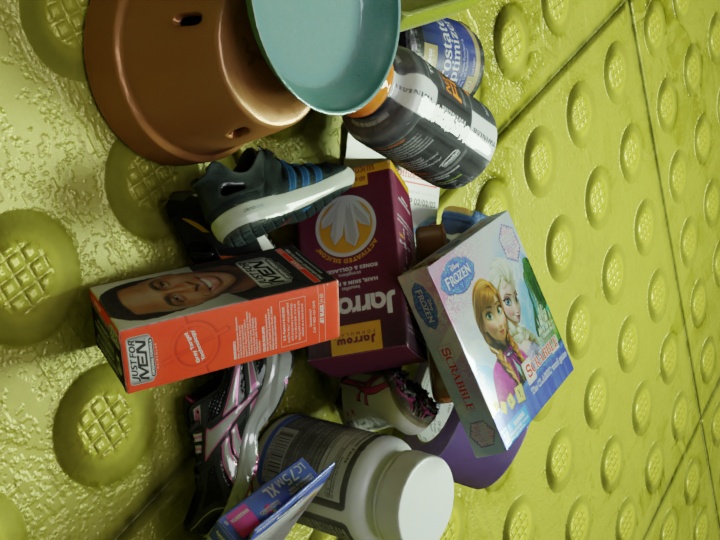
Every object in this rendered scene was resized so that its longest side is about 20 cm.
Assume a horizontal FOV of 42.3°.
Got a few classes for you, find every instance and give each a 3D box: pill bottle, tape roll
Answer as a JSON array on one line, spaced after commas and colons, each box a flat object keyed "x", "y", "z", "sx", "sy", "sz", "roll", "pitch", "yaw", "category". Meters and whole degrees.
[{"x": 0.047, "y": -0.245, "z": 1.066, "sx": 0.199, "sy": 0.111, "sz": 0.113, "roll": -4, "pitch": 97, "yaw": -51, "category": "pill bottle"}, {"x": 0.131, "y": 0.157, "z": 1.138, "sx": 0.084, "sy": 0.200, "sz": 0.202, "roll": 19, "pitch": 76, "yaw": -14, "category": "tape roll"}, {"x": -0.009, "y": 0.222, "z": 0.975, "sx": 0.113, "sy": 0.198, "sz": 0.115, "roll": -8, "pitch": 101, "yaw": -50, "category": "pill bottle"}, {"x": 0.051, "y": -0.164, "z": 0.966, "sx": 0.199, "sy": 0.105, "sz": 0.108, "roll": 22, "pitch": 77, "yaw": -49, "category": "pill bottle"}]

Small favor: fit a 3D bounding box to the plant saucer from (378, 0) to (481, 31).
[{"x": 0.016, "y": -0.315, "z": 0.985, "sx": 0.199, "sy": 0.199, "sz": 0.048, "roll": -32, "pitch": 154, "yaw": -48, "category": "plant saucer"}]

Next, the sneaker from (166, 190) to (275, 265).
[{"x": -0.126, "y": 0.007, "z": 0.908, "sx": 0.200, "sy": 0.069, "sz": 0.091, "roll": 50, "pitch": 53, "yaw": -44, "category": "sneaker"}]

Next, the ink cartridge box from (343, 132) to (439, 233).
[{"x": 0.035, "y": -0.068, "z": 1.103, "sx": 0.115, "sy": 0.067, "sz": 0.203, "roll": 3, "pitch": 92, "yaw": -52, "category": "ink cartridge box"}]

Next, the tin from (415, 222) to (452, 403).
[{"x": 0.087, "y": 0.048, "z": 1.038, "sx": 0.112, "sy": 0.041, "sz": 0.202, "roll": 58, "pitch": 25, "yaw": -75, "category": "tin"}]

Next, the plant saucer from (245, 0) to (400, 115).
[{"x": -0.036, "y": -0.235, "z": 0.801, "sx": 0.199, "sy": 0.036, "sz": 0.203, "roll": -6, "pitch": 98, "yaw": -52, "category": "plant saucer"}]

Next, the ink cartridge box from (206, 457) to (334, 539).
[{"x": -0.106, "y": 0.254, "z": 0.893, "sx": 0.119, "sy": 0.042, "sz": 0.201, "roll": -30, "pitch": 160, "yaw": -46, "category": "ink cartridge box"}]

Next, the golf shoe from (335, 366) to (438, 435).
[{"x": 0.025, "y": 0.150, "z": 1.024, "sx": 0.072, "sy": 0.200, "sz": 0.092, "roll": 36, "pitch": 89, "yaw": -15, "category": "golf shoe"}]

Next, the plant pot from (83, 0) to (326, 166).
[{"x": -0.124, "y": -0.195, "z": 0.835, "sx": 0.199, "sy": 0.139, "sz": 0.203, "roll": -9, "pitch": 101, "yaw": -51, "category": "plant pot"}]

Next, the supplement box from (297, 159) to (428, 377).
[{"x": 0.000, "y": 0.000, "z": 0.975, "sx": 0.086, "sy": 0.109, "sz": 0.202, "roll": 43, "pitch": 39, "yaw": -66, "category": "supplement box"}]

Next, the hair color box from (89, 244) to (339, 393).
[{"x": -0.128, "y": 0.038, "z": 0.827, "sx": 0.198, "sy": 0.101, "sz": 0.062, "roll": -14, "pitch": 117, "yaw": -27, "category": "hair color box"}]

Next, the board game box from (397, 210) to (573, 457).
[{"x": 0.140, "y": 0.059, "z": 0.984, "sx": 0.200, "sy": 0.041, "sz": 0.201, "roll": -33, "pitch": 101, "yaw": -52, "category": "board game box"}]

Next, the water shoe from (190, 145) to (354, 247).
[{"x": -0.075, "y": -0.086, "z": 0.874, "sx": 0.079, "sy": 0.071, "sz": 0.200, "roll": 58, "pitch": 33, "yaw": 2, "category": "water shoe"}]

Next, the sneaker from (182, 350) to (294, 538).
[{"x": -0.141, "y": 0.156, "z": 0.918, "sx": 0.086, "sy": 0.080, "sz": 0.202, "roll": 21, "pitch": 84, "yaw": -18, "category": "sneaker"}]

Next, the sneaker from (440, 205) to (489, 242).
[{"x": 0.122, "y": -0.015, "z": 1.155, "sx": 0.200, "sy": 0.075, "sz": 0.089, "roll": 85, "pitch": 26, "yaw": -74, "category": "sneaker"}]
